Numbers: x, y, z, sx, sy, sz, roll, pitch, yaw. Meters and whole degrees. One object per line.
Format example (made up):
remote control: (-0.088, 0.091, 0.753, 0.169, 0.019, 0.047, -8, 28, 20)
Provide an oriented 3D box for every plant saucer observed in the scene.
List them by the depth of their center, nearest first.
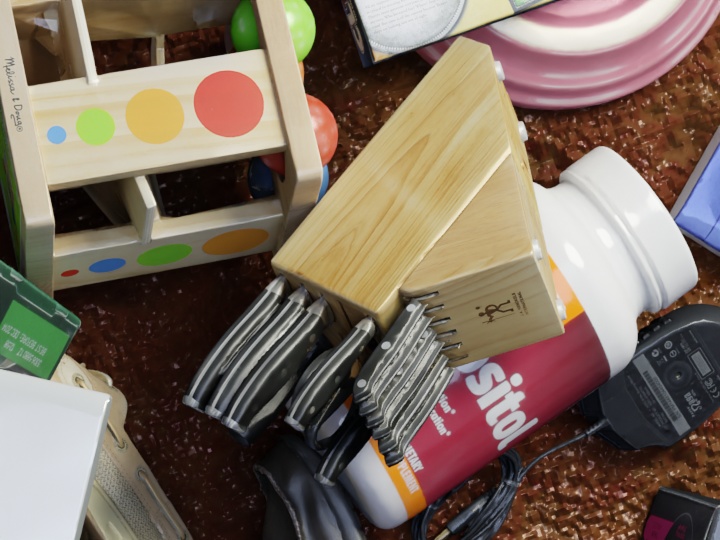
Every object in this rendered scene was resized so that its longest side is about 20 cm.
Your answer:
plant saucer: (0.100, -0.183, 1.517, 0.200, 0.051, 0.201, 0, 89, -9)

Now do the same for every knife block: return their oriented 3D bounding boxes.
knife block: (0.000, 0.000, 1.405, 0.175, 0.064, 0.200, -16, 49, 8)

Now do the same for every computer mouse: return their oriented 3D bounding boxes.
computer mouse: (0.109, 0.082, 1.531, 0.200, 0.034, 0.059, -32, 111, -3)

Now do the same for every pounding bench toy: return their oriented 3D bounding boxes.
pounding bench toy: (-0.103, -0.105, 1.443, 0.155, 0.124, 0.201, -11, 73, -10)

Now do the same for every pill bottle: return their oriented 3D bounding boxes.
pill bottle: (0.061, 0.028, 1.478, 0.200, 0.113, 0.113, -35, 95, -8)

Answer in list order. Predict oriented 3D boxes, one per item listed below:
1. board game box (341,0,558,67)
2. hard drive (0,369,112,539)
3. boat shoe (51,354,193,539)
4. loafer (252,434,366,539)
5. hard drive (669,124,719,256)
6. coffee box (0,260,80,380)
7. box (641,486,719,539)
board game box: (0.075, -0.195, 1.470, 0.199, 0.035, 0.136, -19, 93, -8)
hard drive: (-0.223, 0.098, 1.348, 0.199, 0.027, 0.132, 13, 82, 2)
boat shoe: (-0.149, 0.079, 1.474, 0.064, 0.071, 0.200, -26, 85, -43)
loafer: (-0.027, 0.182, 1.482, 0.071, 0.073, 0.201, -13, 92, -11)
hard drive: (0.275, -0.030, 1.556, 0.200, 0.025, 0.132, 31, 85, -7)
coffee box: (-0.236, -0.015, 1.390, 0.200, 0.123, 0.044, 27, 83, 18)
box: (0.240, 0.186, 1.500, 0.199, 0.122, 0.106, 16, 88, -9)
